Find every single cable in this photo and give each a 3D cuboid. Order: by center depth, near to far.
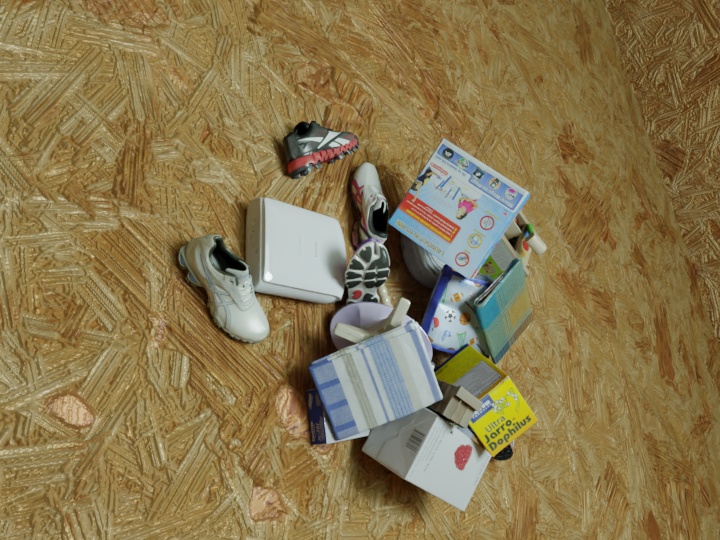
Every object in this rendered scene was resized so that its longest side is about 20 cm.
[{"bbox_3d":[0.170,-0.058,1.370,0.199,0.069,0.202,-14,85,-45],"label":"cable"}]

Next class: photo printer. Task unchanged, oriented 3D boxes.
[{"bbox_3d":[-0.108,-0.029,1.086,0.199,0.069,0.168,15,65,-40],"label":"photo printer"}]

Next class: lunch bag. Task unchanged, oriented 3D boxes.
[{"bbox_3d":[0.210,0.083,1.278,0.199,0.123,0.172,11,102,-44],"label":"lunch bag"}]

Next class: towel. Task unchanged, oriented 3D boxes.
[{"bbox_3d":[0.027,0.184,1.014,0.024,0.198,0.148,-108,176,-84],"label":"towel"},{"bbox_3d":[0.300,0.087,1.260,0.147,0.022,0.201,-44,136,-18],"label":"towel"}]

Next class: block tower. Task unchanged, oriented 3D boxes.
[{"bbox_3d":[0.139,0.230,1.090,0.054,0.200,0.058,35,77,-15],"label":"block tower"}]

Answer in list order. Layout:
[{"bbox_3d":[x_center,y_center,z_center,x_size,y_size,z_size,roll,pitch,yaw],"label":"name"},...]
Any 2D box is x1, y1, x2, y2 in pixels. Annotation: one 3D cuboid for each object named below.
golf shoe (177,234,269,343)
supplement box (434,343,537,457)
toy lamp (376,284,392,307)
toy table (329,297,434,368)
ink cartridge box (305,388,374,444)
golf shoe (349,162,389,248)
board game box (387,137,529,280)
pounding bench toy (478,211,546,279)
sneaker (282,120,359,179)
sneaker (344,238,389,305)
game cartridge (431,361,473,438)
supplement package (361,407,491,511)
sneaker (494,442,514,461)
[{"bbox_3d":[-0.200,0.031,0.955,0.201,0.097,0.078,53,44,-18],"label":"golf shoe"},{"bbox_3d":[0.227,0.240,1.156,0.109,0.200,0.110,-38,105,-2],"label":"supplement box"},{"bbox_3d":[0.055,0.072,1.216,0.058,0.058,0.202,-19,89,-46],"label":"toy lamp"},{"bbox_3d":[0.041,0.131,1.081,0.198,0.117,0.186,12,93,-4],"label":"toy table"},{"bbox_3d":[-0.005,0.252,1.098,0.199,0.044,0.095,4,74,-44],"label":"ink cartridge box"},{"bbox_3d":[0.029,-0.137,1.243,0.072,0.092,0.202,9,66,-32],"label":"golf shoe"},{"bbox_3d":[0.189,-0.117,1.175,0.199,0.197,0.056,36,7,15],"label":"board game box"},{"bbox_3d":[0.377,-0.075,1.483,0.124,0.199,0.156,49,48,-18],"label":"pounding bench toy"},{"bbox_3d":[-0.079,-0.255,1.198,0.200,0.070,0.099,-32,100,-44],"label":"sneaker"},{"bbox_3d":[0.000,0.000,1.117,0.080,0.201,0.084,-4,59,-13],"label":"sneaker"},{"bbox_3d":[0.166,0.294,1.257,0.201,0.041,0.133,56,41,-13],"label":"game cartridge"},{"bbox_3d":[0.124,0.328,1.096,0.200,0.119,0.122,40,75,-38],"label":"supplement package"},{"bbox_3d":[0.289,0.317,1.357,0.201,0.070,0.093,64,26,-2],"label":"sneaker"}]
